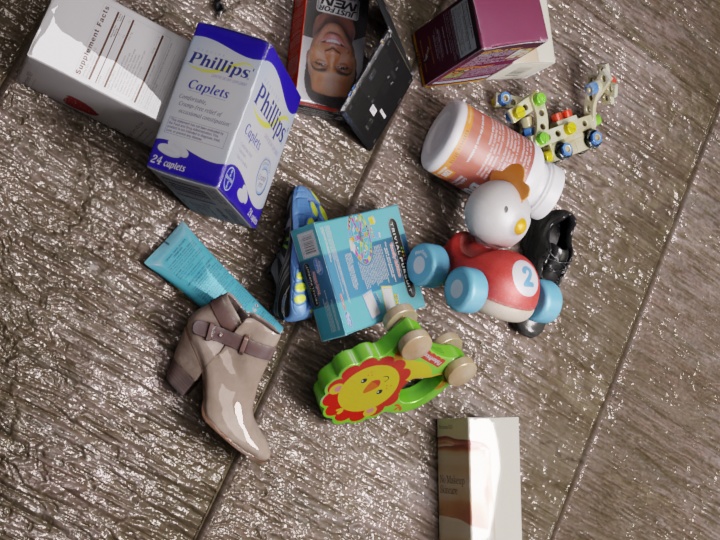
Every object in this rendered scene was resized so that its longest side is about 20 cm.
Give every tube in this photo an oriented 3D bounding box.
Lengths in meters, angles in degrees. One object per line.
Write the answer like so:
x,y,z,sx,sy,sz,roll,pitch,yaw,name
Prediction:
-0.191,0.029,1.645,0.200,0.050,0.078,44,65,-7,tube

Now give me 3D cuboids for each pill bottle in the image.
0.196,-0.156,1.796,0.198,0.112,0.114,27,74,-17,pill bottle

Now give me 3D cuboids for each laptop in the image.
0.007,-0.299,1.716,0.102,0.177,0.202,30,87,18,laptop

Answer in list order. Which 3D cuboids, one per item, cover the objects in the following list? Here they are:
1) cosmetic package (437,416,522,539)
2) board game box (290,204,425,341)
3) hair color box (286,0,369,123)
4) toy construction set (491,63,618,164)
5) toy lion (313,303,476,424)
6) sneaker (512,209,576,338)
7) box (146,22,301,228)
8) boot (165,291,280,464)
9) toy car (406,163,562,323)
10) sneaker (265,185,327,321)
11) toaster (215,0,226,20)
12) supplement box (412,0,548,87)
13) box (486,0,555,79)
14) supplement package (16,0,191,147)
0.167,0.309,1.730,0.086,0.103,0.204,3,81,-23,cosmetic package
0.000,0.000,1.680,0.199,0.046,0.154,-15,89,-54,board game box
-0.047,-0.322,1.742,0.100,0.061,0.204,9,81,-22,hair color box
0.306,-0.237,1.873,0.197,0.092,0.133,-21,91,-13,toy construction set
0.037,0.146,1.680,0.191,0.069,0.199,-42,141,14,toy lion
0.271,-0.001,1.821,0.075,0.090,0.204,16,78,-22,sneaker
-0.171,-0.183,1.587,0.103,0.184,0.203,15,79,13,box
-0.155,0.135,1.606,0.200,0.070,0.147,41,97,-4,boot
0.195,-0.048,1.710,0.182,0.176,0.203,8,107,-38,toy car
-0.094,-0.026,1.676,0.070,0.082,0.203,29,56,-44,sneaker
-0.148,-0.484,1.689,0.179,0.118,0.203,-27,94,-23,toaster
0.168,-0.335,1.759,0.109,0.200,0.087,-11,87,-23,supplement box
0.228,-0.399,1.853,0.076,0.095,0.204,-6,84,-23,box
-0.324,-0.265,1.583,0.198,0.121,0.121,26,74,-18,supplement package
